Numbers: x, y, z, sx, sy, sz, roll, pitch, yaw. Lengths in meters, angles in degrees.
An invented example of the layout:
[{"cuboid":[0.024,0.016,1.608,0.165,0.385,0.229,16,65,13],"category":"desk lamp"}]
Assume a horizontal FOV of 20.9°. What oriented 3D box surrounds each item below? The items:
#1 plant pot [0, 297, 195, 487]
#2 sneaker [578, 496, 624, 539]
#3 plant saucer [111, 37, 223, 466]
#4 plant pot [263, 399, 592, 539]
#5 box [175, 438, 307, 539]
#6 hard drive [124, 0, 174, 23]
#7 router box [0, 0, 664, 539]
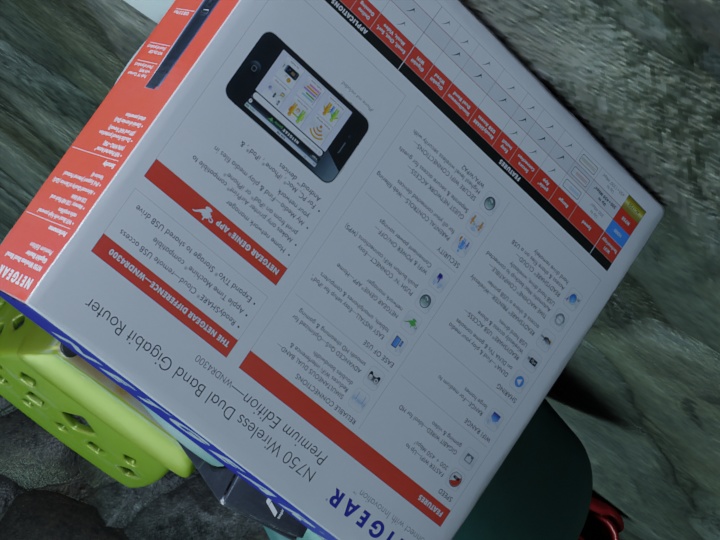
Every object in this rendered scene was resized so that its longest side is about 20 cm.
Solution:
[{"cuboid":[-0.179,0.047,1.579,0.200,0.200,0.181,39,163,-18],"category":"plant pot"},{"cuboid":[0.167,0.221,1.553,0.115,0.079,0.200,28,169,46],"category":"sneaker"},{"cuboid":[-0.092,-0.010,0.875,0.038,0.203,0.201,-7,-175,-19],"category":"plant saucer"},{"cuboid":[0.018,0.105,1.186,0.200,0.201,0.161,22,151,54],"category":"plant pot"},{"cuboid":[-0.033,0.026,0.954,0.049,0.162,0.200,29,-178,-17],"category":"box"},{"cuboid":[-0.049,-0.109,0.842,0.199,0.027,0.132,34,171,8],"category":"hard drive"},{"cuboid":[-0.006,-0.011,0.706,0.200,0.180,0.049,41,168,-30],"category":"router box"}]
